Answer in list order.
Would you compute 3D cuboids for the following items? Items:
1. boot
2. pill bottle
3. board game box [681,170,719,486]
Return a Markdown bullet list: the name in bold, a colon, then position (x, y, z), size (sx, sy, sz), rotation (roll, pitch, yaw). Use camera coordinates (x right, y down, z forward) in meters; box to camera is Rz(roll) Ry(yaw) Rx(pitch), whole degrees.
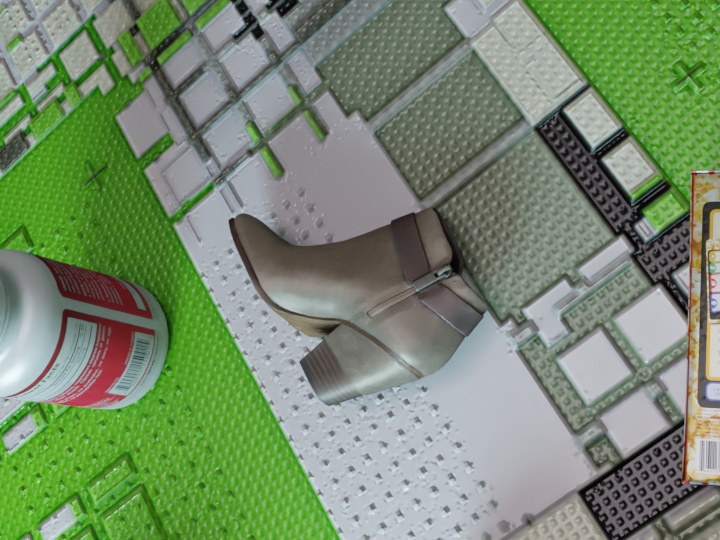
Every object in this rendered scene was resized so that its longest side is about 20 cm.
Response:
- **boot**: position (0.000, 0.000, 0.798), size (0.146, 0.070, 0.200), rotation (-36, 67, 9)
- **pill bottle**: position (-0.251, 0.046, 0.833), size (0.112, 0.200, 0.113), rotation (-6, 76, 26)
- **board game box**: position (0.280, 0.036, 0.651), size (0.151, 0.046, 0.200), rotation (0, 79, 27)
